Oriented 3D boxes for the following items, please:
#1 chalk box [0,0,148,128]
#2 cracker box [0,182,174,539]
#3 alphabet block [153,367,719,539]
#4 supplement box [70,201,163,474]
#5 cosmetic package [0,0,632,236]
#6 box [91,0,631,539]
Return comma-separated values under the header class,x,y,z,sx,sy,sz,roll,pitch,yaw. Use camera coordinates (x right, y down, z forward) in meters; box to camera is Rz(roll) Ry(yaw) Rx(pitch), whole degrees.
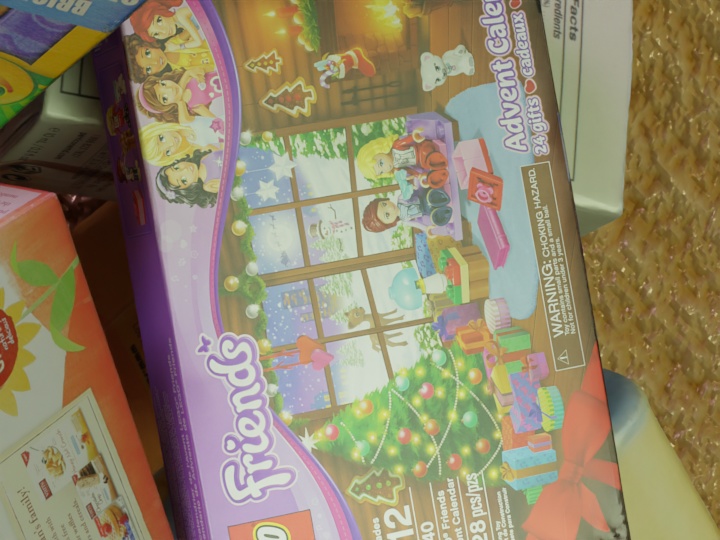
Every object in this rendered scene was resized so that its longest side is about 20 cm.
class,x,y,z,sx,sy,sz,roll,pitch,yaw
chalk box,-0.128,-0.129,0.829,0.124,0.200,0.125,22,48,-36
cracker box,-0.152,0.078,0.796,0.200,0.058,0.134,-35,120,-36
alphabet block,0.018,0.149,1.038,0.195,0.196,0.200,-47,129,-21
supplement box,-0.041,-0.011,1.027,0.200,0.066,0.069,-43,127,-26
cosmetic package,-0.018,-0.071,0.954,0.200,0.087,0.104,10,74,-20
box,0.000,0.000,0.884,0.137,0.039,0.200,-11,91,-20
